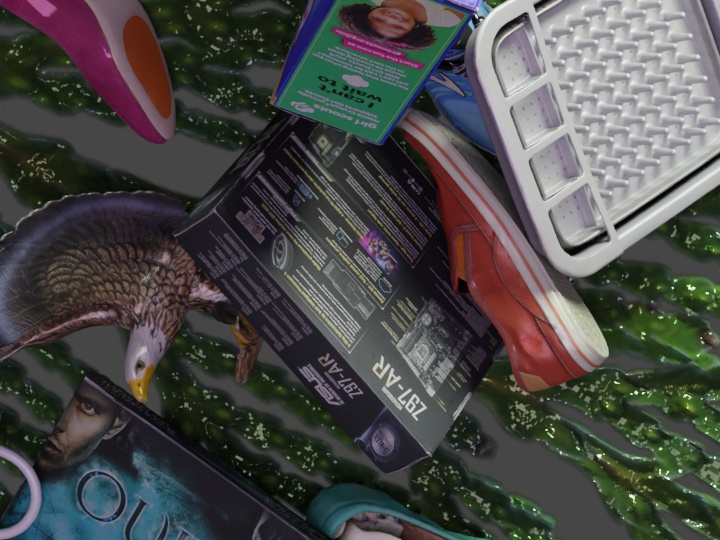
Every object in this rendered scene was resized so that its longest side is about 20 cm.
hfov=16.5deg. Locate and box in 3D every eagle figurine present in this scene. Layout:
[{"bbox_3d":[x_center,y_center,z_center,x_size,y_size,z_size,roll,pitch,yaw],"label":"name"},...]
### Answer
[{"bbox_3d":[-0.147,0.013,1.514,0.200,0.151,0.152,11,115,-11],"label":"eagle figurine"}]

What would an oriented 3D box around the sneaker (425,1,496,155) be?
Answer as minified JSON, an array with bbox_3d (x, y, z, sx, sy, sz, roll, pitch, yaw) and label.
[{"bbox_3d":[0.060,-0.129,1.510,0.200,0.090,0.078,40,101,-11],"label":"sneaker"}]

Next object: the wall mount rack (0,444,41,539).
[{"bbox_3d":[-0.313,0.151,1.576,0.200,0.075,0.174,19,103,5],"label":"wall mount rack"}]

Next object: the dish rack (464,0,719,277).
[{"bbox_3d":[0.149,-0.107,1.498,0.200,0.044,0.172,-32,109,-30],"label":"dish rack"}]

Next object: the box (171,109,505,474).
[{"bbox_3d":[0.000,0.000,1.511,0.200,0.160,0.044,48,135,-12],"label":"box"}]

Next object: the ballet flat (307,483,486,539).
[{"bbox_3d":[0.056,0.201,1.599,0.200,0.070,0.067,25,102,-7],"label":"ballet flat"}]

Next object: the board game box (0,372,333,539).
[{"bbox_3d":[-0.126,0.175,1.583,0.200,0.028,0.135,34,103,15],"label":"board game box"}]

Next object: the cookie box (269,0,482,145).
[{"bbox_3d":[0.029,-0.184,1.359,0.075,0.200,0.171,22,68,-6],"label":"cookie box"}]

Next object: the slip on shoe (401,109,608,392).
[{"bbox_3d":[0.076,-0.013,1.512,0.061,0.074,0.200,-35,73,15],"label":"slip on shoe"}]

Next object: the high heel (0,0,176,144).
[{"bbox_3d":[-0.194,-0.153,1.523,0.096,0.067,0.200,-22,114,25],"label":"high heel"}]
